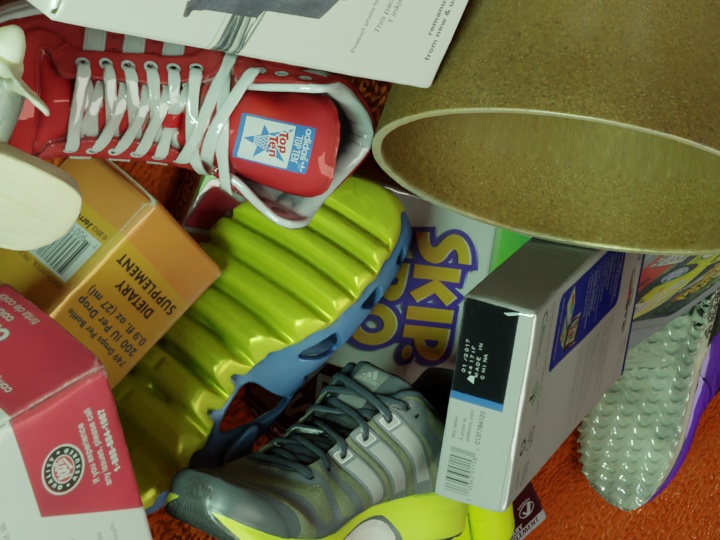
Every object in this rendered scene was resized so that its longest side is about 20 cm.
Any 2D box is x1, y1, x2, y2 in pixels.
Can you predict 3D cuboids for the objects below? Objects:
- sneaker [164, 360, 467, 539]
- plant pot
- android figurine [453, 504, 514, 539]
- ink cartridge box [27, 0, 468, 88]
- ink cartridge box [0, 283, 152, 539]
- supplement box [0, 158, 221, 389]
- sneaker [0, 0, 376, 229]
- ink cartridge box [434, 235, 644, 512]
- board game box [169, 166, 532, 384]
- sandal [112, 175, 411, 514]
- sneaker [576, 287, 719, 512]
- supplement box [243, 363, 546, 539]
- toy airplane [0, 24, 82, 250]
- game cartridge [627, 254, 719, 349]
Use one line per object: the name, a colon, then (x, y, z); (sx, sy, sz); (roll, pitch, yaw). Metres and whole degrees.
sneaker: (-0.014, 0.082, 0.971); (0.200, 0.074, 0.081); (-5, 111, -57)
plant pot: (0.115, -0.129, 0.942); (0.186, 0.186, 0.201); (28, 70, -51)
android figurine: (0.000, 0.155, 1.114); (0.182, 0.041, 0.200); (-27, 134, -20)
ink cartridge box: (-0.067, -0.147, 0.826); (0.200, 0.145, 0.085); (5, 115, -47)
ink cartridge box: (-0.187, 0.120, 0.851); (0.200, 0.086, 0.148); (-28, 132, -24)
supplement box: (-0.157, 0.044, 0.940); (0.200, 0.069, 0.067); (-46, 139, -5)
sneaker: (-0.083, -0.064, 0.898); (0.200, 0.112, 0.071); (-11, 125, -40)
ink cartridge box: (0.091, 0.033, 1.031); (0.200, 0.039, 0.100); (-33, 133, -63)
board game box: (0.000, 0.000, 1.043); (0.199, 0.030, 0.096); (15, 107, -28)
sandal: (-0.053, 0.038, 0.992); (0.200, 0.079, 0.087); (-44, 152, -1)
sneaker: (0.203, 0.056, 1.315); (0.099, 0.070, 0.201); (-10, 126, -46)
supplement box: (0.023, 0.103, 1.172); (0.109, 0.061, 0.200); (-42, 139, -14)
toy airplane: (-0.214, -0.070, 0.744); (0.198, 0.141, 0.200); (-12, 134, 8)
game cartridge: (0.166, -0.009, 1.179); (0.133, 0.041, 0.200); (-13, 157, -47)
